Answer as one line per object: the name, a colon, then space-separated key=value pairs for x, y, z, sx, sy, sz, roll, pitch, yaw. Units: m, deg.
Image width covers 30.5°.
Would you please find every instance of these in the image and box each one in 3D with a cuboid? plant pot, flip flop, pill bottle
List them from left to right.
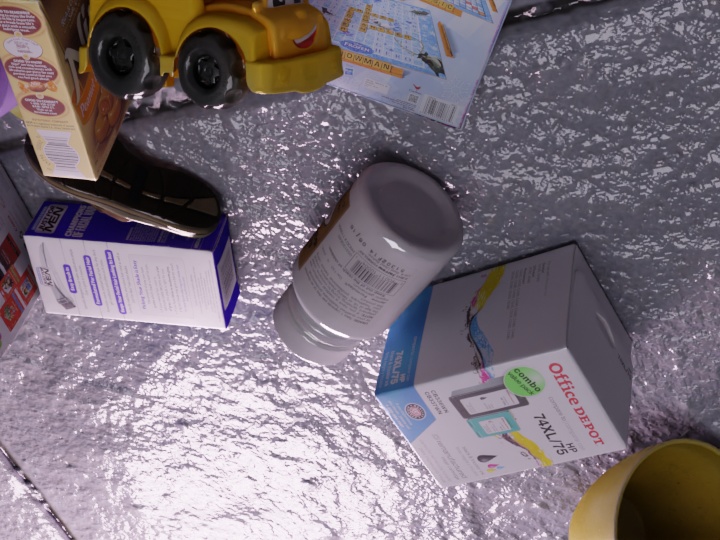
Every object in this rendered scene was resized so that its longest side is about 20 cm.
flip flop: x=-0.233 y=-0.082 z=1.280 sx=0.200 sy=0.081 sz=0.058 roll=23 pitch=147 yaw=-14
pill bottle: x=0.000 y=0.000 z=1.255 sx=0.114 sy=0.114 sz=0.200 roll=30 pitch=131 yaw=-12
plant pot: x=0.304 y=0.284 z=1.398 sx=0.200 sy=0.200 sz=0.142 roll=36 pitch=155 yaw=-17

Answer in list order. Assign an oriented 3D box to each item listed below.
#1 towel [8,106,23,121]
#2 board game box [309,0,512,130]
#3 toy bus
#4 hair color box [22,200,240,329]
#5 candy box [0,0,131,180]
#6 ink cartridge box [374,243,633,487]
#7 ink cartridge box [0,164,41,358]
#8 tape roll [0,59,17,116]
towel: x=-0.297 y=-0.223 z=1.198 sx=0.200 sy=0.023 sz=0.144 roll=-27 pitch=119 yaw=33
board game box: x=0.023 y=-0.233 z=1.091 sx=0.200 sy=0.041 sz=0.200 roll=19 pitch=133 yaw=-2
toy bus: x=-0.119 y=-0.233 z=1.047 sx=0.200 sy=0.136 sz=0.192 roll=13 pitch=110 yaw=30
hair color box: x=-0.231 y=-0.006 z=1.346 sx=0.200 sy=0.065 sz=0.109 roll=4 pitch=132 yaw=9
candy box: x=-0.250 y=-0.186 z=1.110 sx=0.055 sy=0.115 sz=0.200 roll=6 pitch=141 yaw=9
ink cartridge box: x=0.143 y=0.095 z=1.279 sx=0.200 sy=0.146 sz=0.147 roll=-17 pitch=125 yaw=27
ink cartridge box: x=-0.405 y=-0.022 z=1.301 sx=0.084 sy=0.176 sz=0.200 roll=-6 pitch=128 yaw=19
tape roll: x=-0.379 y=-0.218 z=1.165 sx=0.200 sy=0.066 sz=0.200 roll=10 pitch=122 yaw=16
